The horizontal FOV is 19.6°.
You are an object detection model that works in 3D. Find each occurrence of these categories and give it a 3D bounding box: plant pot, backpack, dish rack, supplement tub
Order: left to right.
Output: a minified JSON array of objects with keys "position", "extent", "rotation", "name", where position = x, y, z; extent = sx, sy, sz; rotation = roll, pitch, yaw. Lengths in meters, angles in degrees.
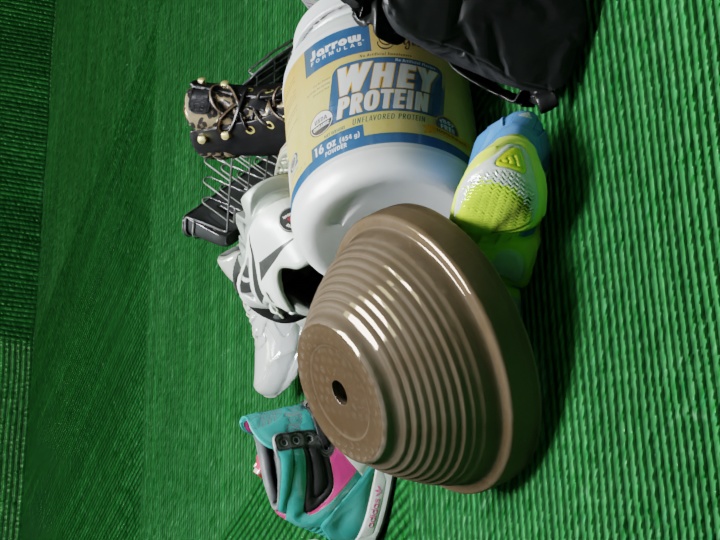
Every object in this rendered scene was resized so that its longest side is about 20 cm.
[{"position":[-0.093,-0.127,1.944],"extent":[0.153,0.054,0.201],"rotation":[-41,-30,-42],"name":"dish rack"},{"position":[0.015,-0.101,1.554],"extent":[0.145,0.144,0.201],"rotation":[115,157,-45],"name":"supplement tub"},{"position":[0.023,0.064,1.380],"extent":[0.201,0.092,0.202],"rotation":[36,138,42],"name":"plant pot"},{"position":[0.073,-0.209,1.433],"extent":[0.127,0.166,0.200],"rotation":[-56,20,15],"name":"backpack"}]

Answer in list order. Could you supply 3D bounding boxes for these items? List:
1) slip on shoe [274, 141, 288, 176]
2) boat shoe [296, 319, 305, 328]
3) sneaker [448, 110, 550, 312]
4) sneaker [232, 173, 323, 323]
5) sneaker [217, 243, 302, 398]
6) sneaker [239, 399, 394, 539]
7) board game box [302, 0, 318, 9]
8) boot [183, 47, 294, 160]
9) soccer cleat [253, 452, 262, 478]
[{"position":[-0.046,-0.055,1.725],"extent":[0.061,0.074,0.200],"rotation":[-55,-9,-34],"name":"slip on shoe"},{"position":[-0.026,-0.042,1.846],"extent":[0.062,0.073,0.201],"rotation":[-24,49,34],"name":"boat shoe"},{"position":[0.091,-0.027,1.422],"extent":[0.200,0.075,0.105],"rotation":[113,180,-48],"name":"sneaker"},{"position":[-0.054,0.011,1.639],"extent":[0.089,0.074,0.200],"rotation":[59,171,23],"name":"sneaker"},{"position":[-0.088,0.016,1.935],"extent":[0.078,0.099,0.201],"rotation":[-163,81,-74],"name":"sneaker"},{"position":[-0.032,0.112,1.652],"extent":[0.084,0.120,0.201],"rotation":[-178,97,-73],"name":"sneaker"},{"position":[-0.024,-0.288,1.757],"extent":[0.200,0.034,0.127],"rotation":[-13,-63,-86],"name":"board game box"},{"position":[-0.075,-0.139,1.756],"extent":[0.200,0.150,0.074],"rotation":[35,-126,-74],"name":"boot"},{"position":[-0.041,0.164,1.791],"extent":[0.077,0.067,0.200],"rotation":[-51,8,-7],"name":"soccer cleat"}]
